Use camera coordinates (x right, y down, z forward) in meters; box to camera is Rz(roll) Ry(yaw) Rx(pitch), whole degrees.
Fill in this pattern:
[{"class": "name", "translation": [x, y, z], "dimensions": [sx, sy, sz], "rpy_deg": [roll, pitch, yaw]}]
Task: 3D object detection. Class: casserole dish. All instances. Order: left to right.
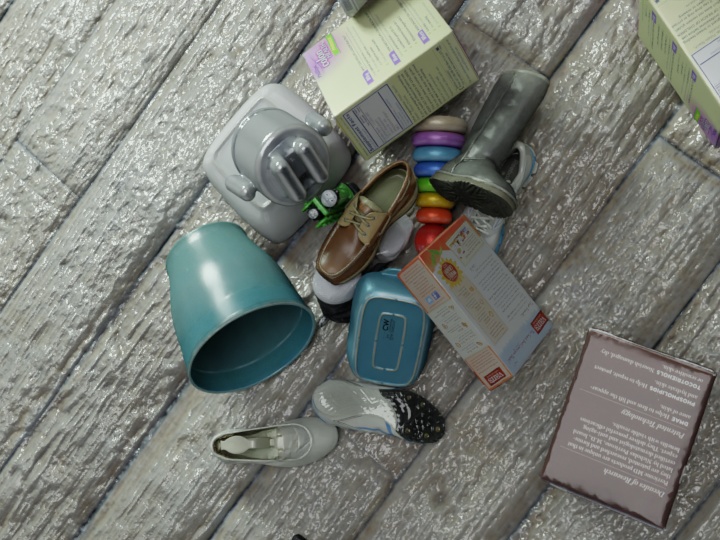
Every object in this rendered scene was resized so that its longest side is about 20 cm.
[{"class": "casserole dish", "translation": [0.041, 0.090, 1.373], "dimensions": [0.118, 0.039, 0.203], "rpy_deg": [9, 123, 1]}]

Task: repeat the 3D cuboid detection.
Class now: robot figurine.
[{"class": "robot figurine", "translation": [-0.114, -0.160, 1.370], "dimensions": [0.168, 0.114, 0.200], "rpy_deg": [-36, 31, -8]}]

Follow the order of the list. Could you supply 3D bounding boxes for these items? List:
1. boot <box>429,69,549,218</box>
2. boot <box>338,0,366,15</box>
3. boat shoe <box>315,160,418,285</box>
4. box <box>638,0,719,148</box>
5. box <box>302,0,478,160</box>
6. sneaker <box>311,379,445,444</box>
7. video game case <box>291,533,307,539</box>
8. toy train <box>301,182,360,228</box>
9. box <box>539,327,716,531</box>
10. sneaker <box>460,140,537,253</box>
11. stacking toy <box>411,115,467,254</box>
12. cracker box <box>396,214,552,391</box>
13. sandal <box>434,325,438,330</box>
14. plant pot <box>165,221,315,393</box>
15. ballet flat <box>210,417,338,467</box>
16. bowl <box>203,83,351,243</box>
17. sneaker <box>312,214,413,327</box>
[{"class": "boot", "translation": [0.198, -0.176, 1.333], "dimensions": [0.200, 0.073, 0.181], "rpy_deg": [-48, 37, -10]}, {"class": "boot", "translation": [-0.001, -0.442, 1.458], "dimensions": [0.094, 0.074, 0.201], "rpy_deg": [-28, 34, 7]}, {"class": "boat shoe", "translation": [0.006, -0.075, 1.358], "dimensions": [0.075, 0.074, 0.201], "rpy_deg": [31, 72, 17]}, {"class": "box", "translation": [0.458, -0.288, 1.294], "dimensions": [0.096, 0.176, 0.203], "rpy_deg": [-31, 75, 10]}, {"class": "box", "translation": [0.040, -0.291, 1.408], "dimensions": [0.198, 0.097, 0.177], "rpy_deg": [-34, 44, 8]}, {"class": "sneaker", "translation": [0.026, 0.203, 1.415], "dimensions": [0.196, 0.073, 0.073], "rpy_deg": [14, 75, 3]}, {"class": "video game case", "translation": [-0.060, 0.515, 1.413], "dimensions": [0.198, 0.025, 0.183], "rpy_deg": [32, 92, 18]}, {"class": "toy train", "translation": [-0.035, -0.097, 1.396], "dimensions": [0.056, 0.200, 0.042], "rpy_deg": [-42, 89, 12]}, {"class": "box", "translation": [0.341, 0.199, 1.268], "dimensions": [0.161, 0.166, 0.204], "rpy_deg": [19, 88, 16]}, {"class": "sneaker", "translation": [0.182, -0.097, 1.394], "dimensions": [0.074, 0.087, 0.203], "rpy_deg": [25, 91, 15]}, {"class": "stacking toy", "translation": [0.111, -0.117, 1.426], "dimensions": [0.083, 0.085, 0.205], "rpy_deg": [2, 90, 16]}, {"class": "cracker box", "translation": [0.157, 0.042, 1.332], "dimensions": [0.201, 0.134, 0.058], "rpy_deg": [51, 134, 1]}, {"class": "sandal", "translation": [0.084, 0.056, 1.414], "dimensions": [0.204, 0.059, 0.080], "rpy_deg": [-29, 76, 10]}, {"class": "plant pot", "translation": [-0.191, 0.042, 1.435], "dimensions": [0.199, 0.200, 0.190], "rpy_deg": [-36, 60, 8]}, {"class": "ballet flat", "translation": [-0.131, 0.255, 1.446], "dimensions": [0.195, 0.069, 0.071], "rpy_deg": [-7, 81, 14]}, {"class": "bowl", "translation": [-0.137, -0.172, 1.500], "dimensions": [0.200, 0.075, 0.200], "rpy_deg": [44, 95, 18]}, {"class": "sneaker", "translation": [0.000, 0.000, 1.439], "dimensions": [0.075, 0.115, 0.200], "rpy_deg": [37, 58, 18]}]
